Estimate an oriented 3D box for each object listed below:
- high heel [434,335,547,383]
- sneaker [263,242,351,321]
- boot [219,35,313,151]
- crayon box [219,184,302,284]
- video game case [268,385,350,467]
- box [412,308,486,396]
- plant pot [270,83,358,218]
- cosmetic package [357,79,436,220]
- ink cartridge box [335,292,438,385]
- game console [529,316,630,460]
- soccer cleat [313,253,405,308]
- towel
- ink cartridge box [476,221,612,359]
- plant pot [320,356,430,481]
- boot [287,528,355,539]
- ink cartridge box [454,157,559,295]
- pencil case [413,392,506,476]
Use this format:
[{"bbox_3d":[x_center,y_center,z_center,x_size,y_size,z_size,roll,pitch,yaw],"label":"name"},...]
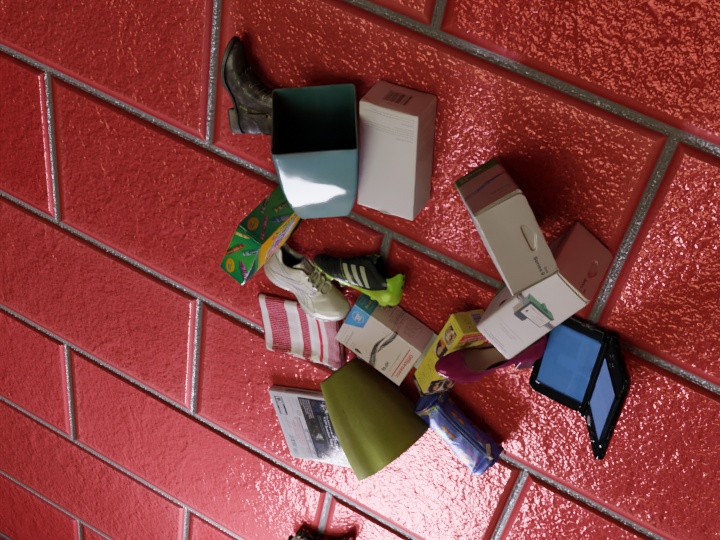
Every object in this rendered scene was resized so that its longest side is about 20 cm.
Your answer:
[{"bbox_3d":[0.229,0.142,1.684,0.196,0.068,0.097,-9,146,-15],"label":"high heel"},{"bbox_3d":[-0.101,0.024,1.856,0.198,0.075,0.087,35,147,4],"label":"sneaker"},{"bbox_3d":[-0.148,-0.303,1.664,0.171,0.070,0.203,12,133,18],"label":"boot"},{"bbox_3d":[-0.165,-0.079,1.739,0.058,0.200,0.119,36,136,4],"label":"crayon box"},{"bbox_3d":[-0.104,0.351,2.154,0.179,0.023,0.203,4,124,32],"label":"video game case"},{"bbox_3d":[0.169,0.154,1.780,0.051,0.074,0.201,62,143,32],"label":"box"},{"bbox_3d":[-0.068,-0.187,1.614,0.138,0.144,0.202,-4,145,2],"label":"plant pot"},{"bbox_3d":[0.059,-0.196,1.590,0.111,0.081,0.203,20,133,20],"label":"cosmetic package"},{"bbox_3d":[0.062,0.138,1.849,0.198,0.068,0.117,35,135,5],"label":"ink cartridge box"},{"bbox_3d":[0.375,0.200,1.662,0.116,0.174,0.203,3,130,-2],"label":"game console"},{"bbox_3d":[0.000,0.000,1.796,0.198,0.067,0.083,26,103,27],"label":"soccer cleat"},{"bbox_3d":[-0.124,0.127,1.996,0.196,0.023,0.146,13,128,25],"label":"towel"},{"bbox_3d":[0.299,0.033,1.559,0.084,0.146,0.200,42,134,-3],"label":"ink cartridge box"},{"bbox_3d":[0.012,0.283,1.931,0.202,0.186,0.187,54,134,1],"label":"plant pot"},{"bbox_3d":[-0.102,0.679,2.369,0.138,0.077,0.201,41,134,6],"label":"boot"},{"bbox_3d":[0.223,-0.072,1.484,0.086,0.200,0.147,-28,109,5],"label":"ink cartridge box"},{"bbox_3d":[0.195,0.316,1.888,0.200,0.078,0.087,46,164,-6],"label":"pencil case"}]
